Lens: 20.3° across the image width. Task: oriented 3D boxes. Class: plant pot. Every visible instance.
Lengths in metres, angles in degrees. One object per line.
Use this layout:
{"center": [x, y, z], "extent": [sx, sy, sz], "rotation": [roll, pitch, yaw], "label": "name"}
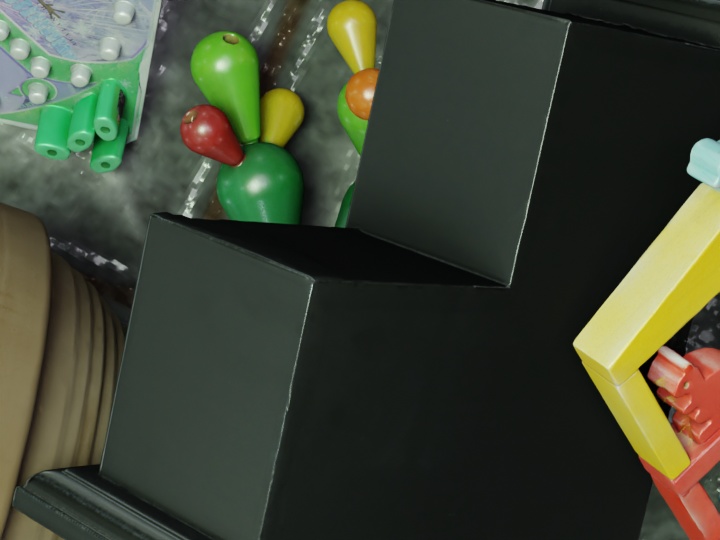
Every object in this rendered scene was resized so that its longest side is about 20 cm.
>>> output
{"center": [-0.122, 0.082, 0.708], "extent": [0.093, 0.201, 0.201], "rotation": [17, 87, -20], "label": "plant pot"}

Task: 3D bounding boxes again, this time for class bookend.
{"center": [0.014, -0.006, 0.632], "extent": [0.200, 0.092, 0.199], "rotation": [2, 104, -45], "label": "bookend"}

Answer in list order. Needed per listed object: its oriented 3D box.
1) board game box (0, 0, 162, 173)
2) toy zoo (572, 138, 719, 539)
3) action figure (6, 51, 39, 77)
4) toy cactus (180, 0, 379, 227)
{"center": [-0.168, -0.117, 0.704], "extent": [0.200, 0.200, 0.026], "rotation": [11, 54, -6], "label": "board game box"}
{"center": [0.146, 0.027, 0.670], "extent": [0.131, 0.020, 0.200], "rotation": [-43, 131, -9], "label": "toy zoo"}
{"center": [-0.121, -0.175, 0.786], "extent": [0.065, 0.052, 0.200], "rotation": [6, 90, -7], "label": "action figure"}
{"center": [0.000, 0.000, 0.774], "extent": [0.200, 0.102, 0.165], "rotation": [37, 96, -12], "label": "toy cactus"}
